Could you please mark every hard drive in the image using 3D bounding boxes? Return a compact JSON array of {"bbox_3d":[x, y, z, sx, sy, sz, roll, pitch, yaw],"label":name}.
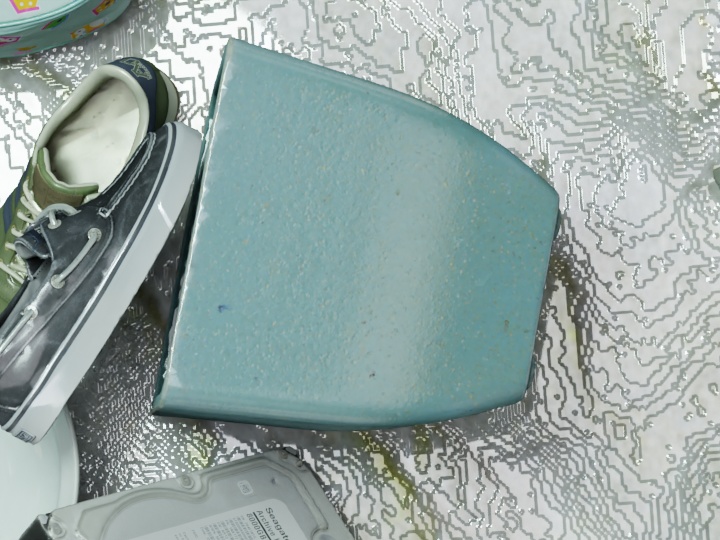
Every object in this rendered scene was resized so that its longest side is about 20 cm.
[{"bbox_3d":[-0.076,0.176,1.486,0.038,0.199,0.140,-48,66,36],"label":"hard drive"}]

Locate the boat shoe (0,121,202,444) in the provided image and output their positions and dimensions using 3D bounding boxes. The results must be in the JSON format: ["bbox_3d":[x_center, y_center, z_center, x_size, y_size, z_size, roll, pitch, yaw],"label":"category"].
[{"bbox_3d":[-0.157,-0.006,1.500,0.068,0.072,0.201,33,76,-14],"label":"boat shoe"}]

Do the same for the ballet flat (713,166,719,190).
[{"bbox_3d":[0.279,-0.110,1.559,0.064,0.067,0.200,43,88,14],"label":"ballet flat"}]

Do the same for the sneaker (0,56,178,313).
[{"bbox_3d":[-0.176,-0.039,1.571,0.067,0.090,0.201,32,87,6],"label":"sneaker"}]

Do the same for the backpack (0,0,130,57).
[{"bbox_3d":[-0.212,-0.226,1.566,0.175,0.153,0.201,-11,90,-2],"label":"backpack"}]

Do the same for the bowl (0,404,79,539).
[{"bbox_3d":[-0.251,0.117,1.560,0.200,0.090,0.203,0,84,3],"label":"bowl"}]

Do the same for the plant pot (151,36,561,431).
[{"bbox_3d":[0.000,0.000,1.512,0.199,0.196,0.198,11,85,-5],"label":"plant pot"}]
